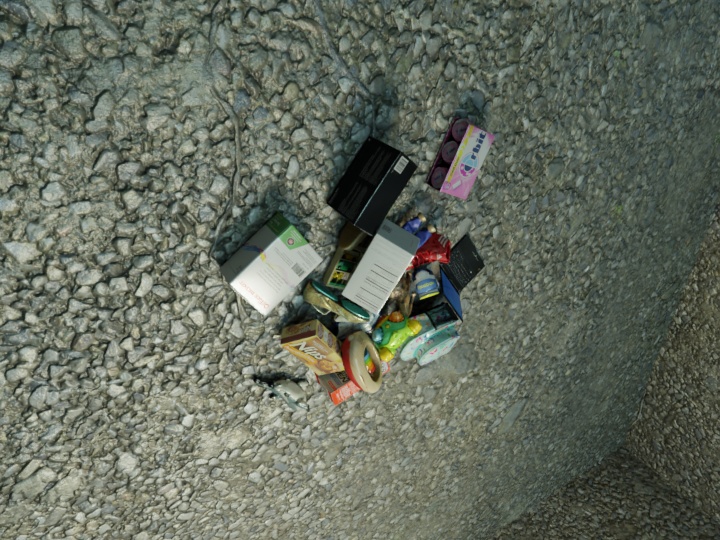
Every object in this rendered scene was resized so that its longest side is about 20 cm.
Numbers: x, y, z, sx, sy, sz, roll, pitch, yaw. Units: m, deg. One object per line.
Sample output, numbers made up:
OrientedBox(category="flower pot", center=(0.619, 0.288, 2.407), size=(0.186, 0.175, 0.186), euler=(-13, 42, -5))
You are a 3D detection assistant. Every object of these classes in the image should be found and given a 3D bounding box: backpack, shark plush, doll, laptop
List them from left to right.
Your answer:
OrientedBox(category="shark plush", center=(-0.225, 0.359, 1.489), size=(0.083, 0.091, 0.199), euler=(-31, 145, 26))
OrientedBox(category="doll", center=(0.106, -0.073, 1.427), size=(0.200, 0.048, 0.137), euler=(-42, 92, -7))
OrientedBox(category="backpack", center=(0.202, 0.206, 1.637), size=(0.199, 0.151, 0.178), euler=(-13, 150, -21))
OrientedBox(category="laptop", center=(0.331, 0.027, 1.652), size=(0.200, 0.103, 0.177), euler=(-45, 134, -4))

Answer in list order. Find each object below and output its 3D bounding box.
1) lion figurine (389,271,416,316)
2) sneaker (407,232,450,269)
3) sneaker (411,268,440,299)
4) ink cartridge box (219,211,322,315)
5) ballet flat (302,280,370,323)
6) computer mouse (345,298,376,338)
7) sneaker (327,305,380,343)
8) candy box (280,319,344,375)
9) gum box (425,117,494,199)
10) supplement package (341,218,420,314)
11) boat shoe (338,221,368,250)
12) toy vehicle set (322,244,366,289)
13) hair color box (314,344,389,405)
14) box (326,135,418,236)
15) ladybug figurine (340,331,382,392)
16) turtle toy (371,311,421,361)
OrientedBox(category="lion figurine", center=(0.123, 0.085, 1.525), size=(0.072, 0.123, 0.201), euler=(-8, 129, 21))
OrientedBox(category="sneaker", center=(0.178, -0.044, 1.469), size=(0.200, 0.115, 0.079), euler=(-41, 133, -24))
OrientedBox(category="sneaker", center=(0.191, 0.030, 1.528), size=(0.073, 0.200, 0.083), euler=(-22, 92, 4))
OrientedBox(category="ink cartridge box", center=(-0.213, -0.015, 1.247), size=(0.200, 0.084, 0.145), euler=(-44, 133, -5))
OrientedBox(category="ballet flat", center=(-0.069, 0.101, 1.405), size=(0.199, 0.071, 0.071), euler=(31, 98, -17))
OrientedBox(category="computer mouse", center=(0.010, 0.143, 1.542), size=(0.059, 0.034, 0.200), euler=(-43, 133, -4))
OrientedBox(category="sneaker", center=(-0.026, 0.146, 1.471), size=(0.088, 0.075, 0.200), euler=(32, 109, -31))
OrientedBox(category="candy box", center=(-0.118, 0.218, 1.444), size=(0.115, 0.056, 0.200), euler=(-17, 137, 23))
OrientedBox(category="gum box", center=(0.276, -0.309, 1.427), size=(0.113, 0.066, 0.201), euler=(8, 111, -40))
OrientedBox(category="supplement package", center=(0.052, -0.009, 1.329), size=(0.109, 0.114, 0.201), euler=(30, 118, -1))
OrientedBox(category="boat shoe", center=(0.025, -0.125, 1.355), size=(0.200, 0.074, 0.069), euler=(-52, 133, -3))
OrientedBox(category="toy vehicle set", center=(0.000, 0.000, 1.449), size=(0.199, 0.026, 0.125), euler=(13, 108, -40))
OrientedBox(category="hair color box", center=(-0.025, 0.300, 1.562), size=(0.199, 0.111, 0.064), euler=(-29, 131, -18))
OrientedBox(category="box", center=(0.026, -0.207, 1.261), size=(0.079, 0.141, 0.201), euler=(26, 100, -45))
OrientedBox(category="ladybug figurine", center=(0.000, 0.255, 1.446), size=(0.136, 0.071, 0.201), euler=(-65, 139, -51))
OrientedBox(category="turtle toy", center=(0.088, 0.176, 1.488), size=(0.146, 0.101, 0.200), euler=(-44, 176, -4))
